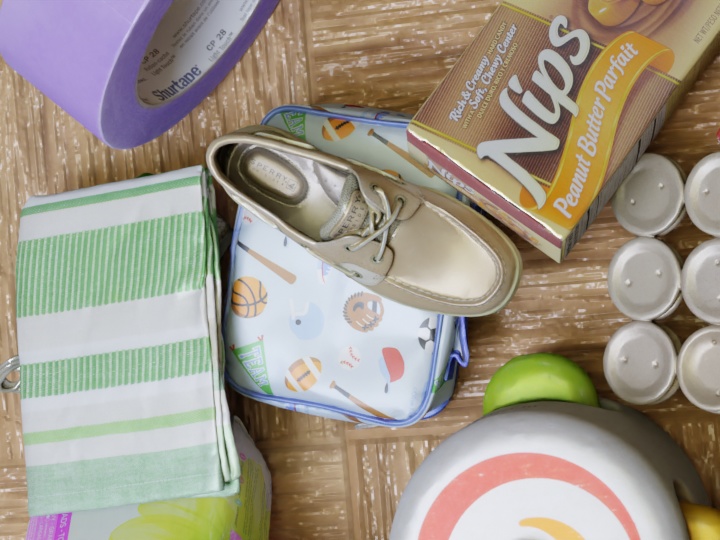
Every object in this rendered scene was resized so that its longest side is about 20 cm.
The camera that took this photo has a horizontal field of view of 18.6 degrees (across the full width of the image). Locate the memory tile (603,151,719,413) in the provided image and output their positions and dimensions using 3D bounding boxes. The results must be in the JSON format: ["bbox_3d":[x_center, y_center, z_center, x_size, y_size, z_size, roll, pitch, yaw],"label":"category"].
[{"bbox_3d":[0.231,0.006,1.267,0.199,0.017,0.155,0,86,35],"label":"memory tile"}]

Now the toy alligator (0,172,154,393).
[{"bbox_3d":[-0.174,-0.004,1.434,0.200,0.059,0.054,-45,38,15],"label":"toy alligator"}]

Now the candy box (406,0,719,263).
[{"bbox_3d":[0.130,-0.120,1.299,0.115,0.055,0.201,35,81,13],"label":"candy box"}]

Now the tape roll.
[{"bbox_3d":[-0.122,-0.178,1.332,0.085,0.200,0.201,38,102,12],"label":"tape roll"}]

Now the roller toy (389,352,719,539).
[{"bbox_3d":[0.115,0.170,1.304,0.200,0.140,0.183,41,103,11],"label":"roller toy"}]

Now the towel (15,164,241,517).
[{"bbox_3d":[-0.147,0.045,1.362,0.151,0.023,0.202,-9,82,25],"label":"towel"}]

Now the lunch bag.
[{"bbox_3d":[0.000,0.000,1.368,0.159,0.076,0.202,10,94,14],"label":"lunch bag"}]

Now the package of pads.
[{"bbox_3d":[-0.133,0.189,1.356,0.153,0.201,0.068,-17,128,14],"label":"package of pads"}]

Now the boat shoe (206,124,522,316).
[{"bbox_3d":[0.000,-0.029,1.298,0.199,0.065,0.073,27,97,10],"label":"boat shoe"}]

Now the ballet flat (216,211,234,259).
[{"bbox_3d":[-0.149,0.039,1.408,0.046,0.067,0.201,35,110,-5],"label":"ballet flat"}]

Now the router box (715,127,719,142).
[{"bbox_3d":[0.333,-0.111,1.265,0.199,0.049,0.181,29,100,20],"label":"router box"}]
